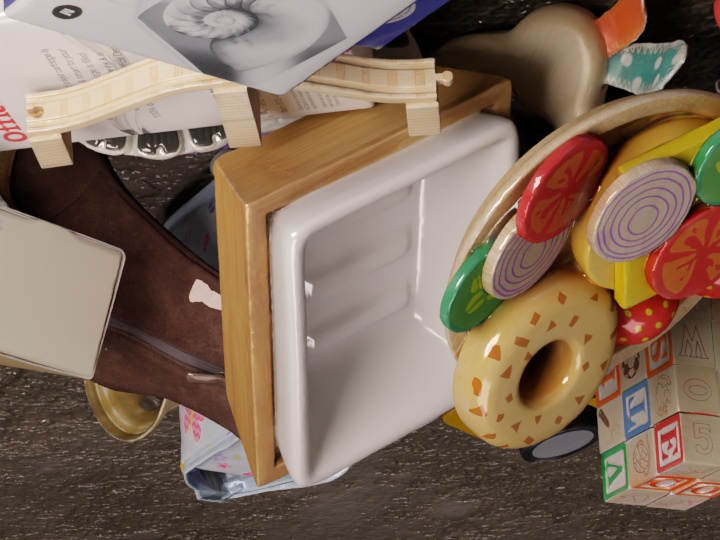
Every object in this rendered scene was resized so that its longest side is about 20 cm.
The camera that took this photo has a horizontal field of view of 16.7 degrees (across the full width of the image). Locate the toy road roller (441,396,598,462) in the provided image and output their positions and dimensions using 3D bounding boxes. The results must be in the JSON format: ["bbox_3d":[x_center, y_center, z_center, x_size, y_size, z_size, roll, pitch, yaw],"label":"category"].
[{"bbox_3d":[0.123,0.029,1.552,0.145,0.124,0.200,-27,154,24],"label":"toy road roller"}]

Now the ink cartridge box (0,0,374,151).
[{"bbox_3d":[-0.103,-0.129,1.152,0.198,0.085,0.145,-6,159,8],"label":"ink cartridge box"}]

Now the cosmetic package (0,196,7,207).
[{"bbox_3d":[-0.271,-0.030,1.444,0.150,0.052,0.200,6,158,-25],"label":"cosmetic package"}]

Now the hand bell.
[{"bbox_3d":[-0.080,0.060,1.685,0.199,0.105,0.104,-1,163,-39],"label":"hand bell"}]

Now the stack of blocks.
[{"bbox_3d":[0.175,0.035,1.448,0.058,0.202,0.115,7,157,-24],"label":"stack of blocks"}]

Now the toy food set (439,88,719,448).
[{"bbox_3d":[0.125,-0.008,1.231,0.199,0.049,0.199,-25,141,-15],"label":"toy food set"}]

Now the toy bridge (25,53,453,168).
[{"bbox_3d":[-0.056,-0.080,1.126,0.198,0.027,0.067,-5,158,3],"label":"toy bridge"}]

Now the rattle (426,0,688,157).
[{"bbox_3d":[0.119,-0.090,1.305,0.142,0.131,0.200,5,134,-47],"label":"rattle"}]

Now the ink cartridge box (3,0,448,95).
[{"bbox_3d":[-0.011,-0.134,0.984,0.199,0.041,0.199,11,153,-35],"label":"ink cartridge box"}]

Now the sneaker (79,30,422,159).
[{"bbox_3d":[-0.067,-0.088,1.271,0.198,0.081,0.083,-1,166,-12],"label":"sneaker"}]

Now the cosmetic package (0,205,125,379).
[{"bbox_3d":[-0.229,0.003,1.283,0.199,0.072,0.105,6,169,46],"label":"cosmetic package"}]

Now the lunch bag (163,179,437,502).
[{"bbox_3d":[-0.046,0.033,1.468,0.126,0.171,0.200,8,154,-33],"label":"lunch bag"}]

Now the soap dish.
[{"bbox_3d":[0.000,0.000,1.239,0.157,0.081,0.201,-27,141,-25],"label":"soap dish"}]

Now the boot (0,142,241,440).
[{"bbox_3d":[-0.113,-0.013,1.322,0.165,0.072,0.201,22,130,16],"label":"boot"}]

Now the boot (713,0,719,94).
[{"bbox_3d":[0.196,-0.079,1.286,0.144,0.073,0.200,-30,152,20],"label":"boot"}]
